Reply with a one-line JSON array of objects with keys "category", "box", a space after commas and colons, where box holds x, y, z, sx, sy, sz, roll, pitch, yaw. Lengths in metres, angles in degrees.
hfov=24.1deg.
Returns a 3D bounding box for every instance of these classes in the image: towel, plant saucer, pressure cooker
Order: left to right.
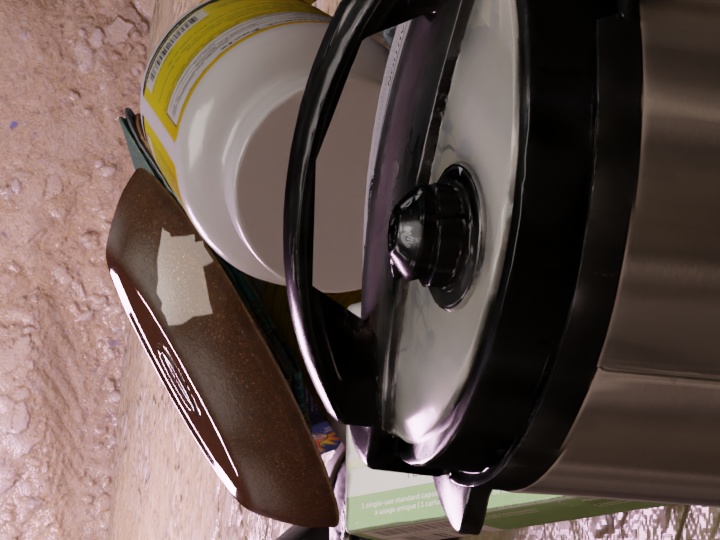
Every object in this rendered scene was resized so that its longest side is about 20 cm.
[{"category": "plant saucer", "box": [-0.076, 0.046, 0.826, 0.201, 0.037, 0.201, 57, 168, 20]}, {"category": "towel", "box": [-0.071, 0.022, 0.910, 0.200, 0.022, 0.147, 57, 166, 33]}, {"category": "pressure cooker", "box": [0.078, -0.022, 0.482, 0.179, 0.199, 0.177, 125, 148, -65]}]

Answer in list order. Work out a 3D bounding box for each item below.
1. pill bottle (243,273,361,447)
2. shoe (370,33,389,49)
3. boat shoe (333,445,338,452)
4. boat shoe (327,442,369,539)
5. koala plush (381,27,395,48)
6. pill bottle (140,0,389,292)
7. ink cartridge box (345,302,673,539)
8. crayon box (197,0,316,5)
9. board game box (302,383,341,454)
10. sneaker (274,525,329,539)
[{"category": "pill bottle", "box": [0.020, 0.030, 0.840, 0.200, 0.111, 0.112, 54, 139, 47]}, {"category": "shoe", "box": [0.040, -0.204, 1.026, 0.200, 0.053, 0.070, 109, 161, -44]}, {"category": "boat shoe", "box": [0.017, 0.039, 1.023, 0.072, 0.062, 0.201, -19, 54, 25]}, {"category": "boat shoe", "box": [0.011, 0.171, 0.948, 0.060, 0.074, 0.201, -104, 21, -54]}, {"category": "koala plush", "box": [0.030, -0.176, 0.737, 0.200, 0.177, 0.185, 27, 118, 54]}, {"category": "pill bottle", "box": [-0.031, -0.058, 0.740, 0.200, 0.112, 0.113, -131, 48, -69]}, {"category": "ink cartridge box", "box": [0.062, 0.007, 0.709, 0.145, 0.048, 0.201, -15, 65, 36]}, {"category": "crayon box", "box": [-0.047, -0.199, 1.133, 0.200, 0.051, 0.127, -42, 9, -11]}, {"category": "board game box", "box": [0.000, 0.000, 0.985, 0.135, 0.034, 0.201, -22, 53, 31]}, {"category": "sneaker", "box": [-0.056, 0.209, 1.016, 0.200, 0.075, 0.089, -56, -18, -23]}]
